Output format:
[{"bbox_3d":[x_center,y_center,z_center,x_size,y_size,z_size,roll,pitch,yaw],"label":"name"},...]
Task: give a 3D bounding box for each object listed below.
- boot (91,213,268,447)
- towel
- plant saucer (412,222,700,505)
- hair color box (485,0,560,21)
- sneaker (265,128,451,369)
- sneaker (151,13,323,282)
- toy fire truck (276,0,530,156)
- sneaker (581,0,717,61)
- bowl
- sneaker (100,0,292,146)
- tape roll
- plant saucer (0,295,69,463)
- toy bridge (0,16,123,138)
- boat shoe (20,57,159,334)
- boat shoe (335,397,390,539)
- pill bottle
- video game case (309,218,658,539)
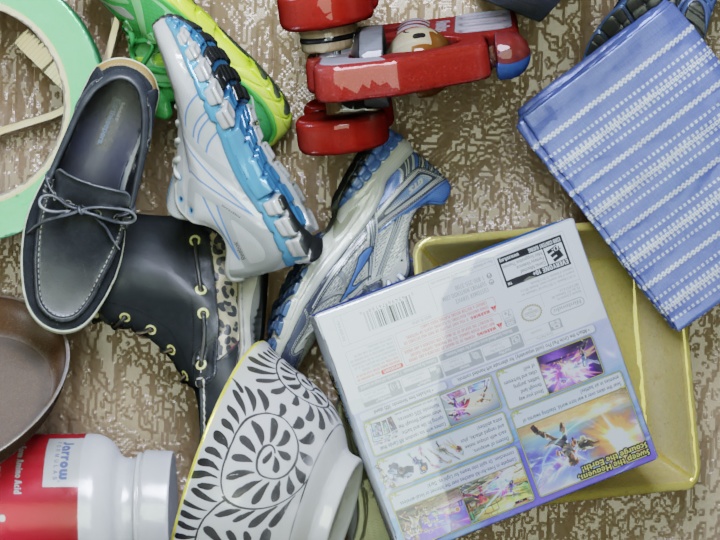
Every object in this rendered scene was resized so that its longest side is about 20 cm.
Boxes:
[{"bbox_3d":[-0.149,0.049,1.537,0.153,0.073,0.205,6,81,1],"label":"boot"},{"bbox_3d":[0.223,-0.075,1.512,0.145,0.024,0.200,-37,96,3],"label":"towel"},{"bbox_3d":[0.140,0.068,1.544,0.198,0.048,0.202,-5,90,-8],"label":"plant saucer"},{"bbox_3d":[0.128,-0.239,1.473,0.060,0.200,0.100,22,90,0],"label":"hair color box"},{"bbox_3d":[0.000,0.000,1.539,0.085,0.077,0.201,30,92,-7],"label":"sneaker"},{"bbox_3d":[-0.108,-0.080,1.475,0.086,0.075,0.201,-24,96,16],"label":"sneaker"},{"bbox_3d":[0.034,-0.153,1.477,0.167,0.200,0.113,-8,102,4],"label":"toy fire truck"},{"bbox_3d":[0.231,-0.202,1.541,0.075,0.078,0.200,34,107,-3],"label":"sneaker"},{"bbox_3d":[-0.056,0.158,1.456,0.094,0.201,0.202,18,90,9],"label":"bowl"},{"bbox_3d":[-0.137,-0.154,1.523,0.084,0.074,0.200,-45,103,2],"label":"sneaker"},{"bbox_3d":[-0.282,-0.121,1.520,0.199,0.048,0.202,0,95,-4],"label":"tape roll"},{"bbox_3d":[-0.299,0.093,1.499,0.199,0.201,0.032,-15,126,0],"label":"plant saucer"},{"bbox_3d":[-0.228,-0.150,1.559,0.067,0.027,0.200,43,90,-2],"label":"toy bridge"},{"bbox_3d":[-0.191,-0.052,1.476,0.074,0.062,0.201,18,94,-7],"label":"boat shoe"},{"bbox_3d":[0.021,0.176,1.541,0.074,0.068,0.202,-5,92,-2],"label":"boat shoe"},{"bbox_3d":[-0.234,0.174,1.519,0.198,0.112,0.113,-1,90,0],"label":"pill bottle"},{"bbox_3d":[0.087,0.082,1.490,0.199,0.045,0.182,-20,91,-7],"label":"video game case"}]
